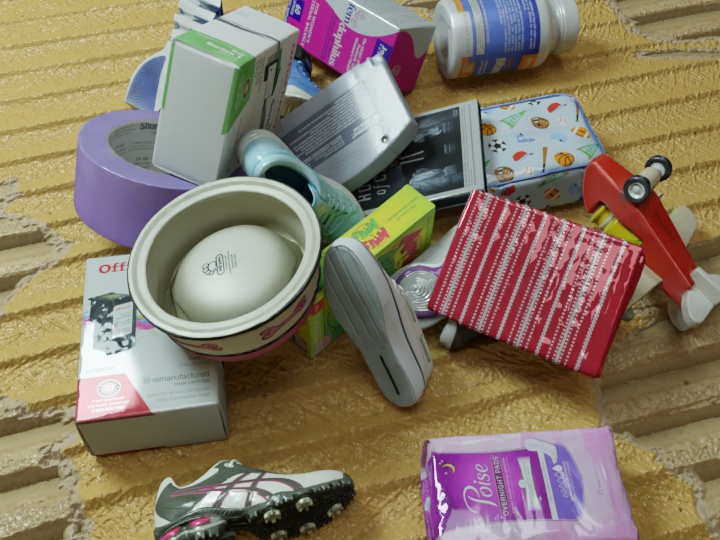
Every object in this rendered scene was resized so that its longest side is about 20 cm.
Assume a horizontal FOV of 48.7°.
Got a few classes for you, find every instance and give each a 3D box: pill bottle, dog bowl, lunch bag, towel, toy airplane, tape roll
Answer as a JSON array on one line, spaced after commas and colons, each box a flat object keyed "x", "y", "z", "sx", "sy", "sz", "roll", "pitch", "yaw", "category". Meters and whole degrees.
[{"x": 0.212, "y": -0.349, "z": 1.162, "sx": 0.196, "sy": 0.113, "sz": 0.114, "roll": -9, "pitch": 54, "yaw": -8, "category": "pill bottle"}, {"x": -0.128, "y": 0.003, "z": 0.803, "sx": 0.196, "sy": 0.074, "sz": 0.203, "roll": -5, "pitch": 52, "yaw": 6, "category": "dog bowl"}, {"x": 0.216, "y": -0.157, "z": 1.047, "sx": 0.196, "sy": 0.076, "sz": 0.162, "roll": -10, "pitch": 52, "yaw": -8, "category": "lunch bag"}, {"x": 0.185, "y": 0.011, "z": 0.843, "sx": 0.197, "sy": 0.022, "sz": 0.147, "roll": 21, "pitch": 85, "yaw": 17, "category": "towel"}, {"x": 0.327, "y": -0.016, "z": 0.924, "sx": 0.197, "sy": 0.140, "sz": 0.203, "roll": 19, "pitch": 62, "yaw": -30, "category": "toy airplane"}, {"x": -0.236, "y": -0.110, "z": 0.947, "sx": 0.196, "sy": 0.086, "sz": 0.201, "roll": 13, "pitch": 31, "yaw": -8, "category": "tape roll"}]

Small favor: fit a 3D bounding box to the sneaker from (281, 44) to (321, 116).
[{"x": -0.080, "y": -0.263, "z": 1.113, "sx": 0.197, "sy": 0.077, "sz": 0.113, "roll": 18, "pitch": 64, "yaw": 20, "category": "sneaker"}]

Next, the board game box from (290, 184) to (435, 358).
[{"x": 0.000, "y": 0.000, "z": 0.908, "sx": 0.047, "sy": 0.102, "sz": 0.199, "roll": 39, "pitch": 62, "yaw": 25, "category": "board game box"}]

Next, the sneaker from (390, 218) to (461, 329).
[{"x": 0.099, "y": 0.006, "z": 0.932, "sx": 0.199, "sy": 0.100, "sz": 0.075, "roll": -40, "pitch": 81, "yaw": -2, "category": "sneaker"}]

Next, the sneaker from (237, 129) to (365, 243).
[{"x": -0.059, "y": -0.074, "z": 0.903, "sx": 0.074, "sy": 0.199, "sz": 0.082, "roll": -46, "pitch": 37, "yaw": 14, "category": "sneaker"}]

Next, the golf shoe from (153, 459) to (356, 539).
[{"x": -0.103, "y": 0.216, "z": 0.767, "sx": 0.196, "sy": 0.078, "sz": 0.089, "roll": -13, "pitch": 47, "yaw": -11, "category": "golf shoe"}]

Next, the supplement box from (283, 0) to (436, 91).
[{"x": -0.006, "y": -0.345, "z": 1.143, "sx": 0.199, "sy": 0.103, "sz": 0.103, "roll": 36, "pitch": 34, "yaw": 22, "category": "supplement box"}]

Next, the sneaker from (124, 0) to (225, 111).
[{"x": -0.235, "y": -0.289, "z": 1.131, "sx": 0.080, "sy": 0.115, "sz": 0.201, "roll": 31, "pitch": 88, "yaw": 23, "category": "sneaker"}]

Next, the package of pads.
[{"x": 0.159, "y": 0.220, "z": 0.768, "sx": 0.195, "sy": 0.076, "sz": 0.122, "roll": -3, "pitch": 51, "yaw": -3, "category": "package of pads"}]

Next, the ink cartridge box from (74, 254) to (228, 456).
[{"x": -0.222, "y": 0.081, "z": 0.856, "sx": 0.142, "sy": 0.084, "sz": 0.203, "roll": -7, "pitch": 54, "yaw": -6, "category": "ink cartridge box"}]

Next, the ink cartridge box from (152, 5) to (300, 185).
[{"x": -0.150, "y": -0.205, "z": 0.916, "sx": 0.083, "sy": 0.148, "sz": 0.201, "roll": 22, "pitch": 31, "yaw": 5, "category": "ink cartridge box"}]

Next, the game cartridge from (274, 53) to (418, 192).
[{"x": -0.028, "y": -0.165, "z": 1.005, "sx": 0.198, "sy": 0.041, "sz": 0.135, "roll": -31, "pitch": 62, "yaw": 17, "category": "game cartridge"}]

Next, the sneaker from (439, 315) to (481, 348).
[{"x": 0.176, "y": 0.035, "z": 0.908, "sx": 0.199, "sy": 0.077, "sz": 0.082, "roll": -37, "pitch": 71, "yaw": -22, "category": "sneaker"}]

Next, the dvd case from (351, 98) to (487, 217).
[{"x": 0.060, "y": -0.133, "z": 1.008, "sx": 0.196, "sy": 0.025, "sz": 0.153, "roll": -11, "pitch": 54, "yaw": 18, "category": "dvd case"}]

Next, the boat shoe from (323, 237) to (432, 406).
[{"x": 0.021, "y": 0.046, "z": 0.840, "sx": 0.072, "sy": 0.203, "sz": 0.067, "roll": -2, "pitch": 30, "yaw": 35, "category": "boat shoe"}]
